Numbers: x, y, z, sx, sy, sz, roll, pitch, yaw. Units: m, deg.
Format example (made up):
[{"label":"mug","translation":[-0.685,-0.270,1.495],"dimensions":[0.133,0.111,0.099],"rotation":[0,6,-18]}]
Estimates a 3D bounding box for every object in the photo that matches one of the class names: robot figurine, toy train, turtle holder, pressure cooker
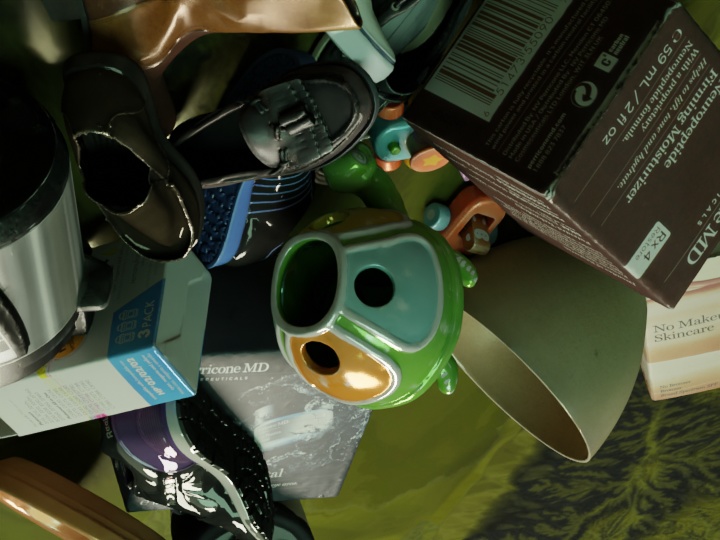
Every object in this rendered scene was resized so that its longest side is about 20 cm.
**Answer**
[{"label":"robot figurine","translation":[-0.104,0.240,1.569],"dimensions":[0.124,0.200,0.151],"rotation":[-11,111,-8]},{"label":"toy train","translation":[0.065,-0.069,1.413],"dimensions":[0.200,0.056,0.150],"rotation":[20,124,-40]},{"label":"turtle holder","translation":[0.006,0.006,1.314],"dimensions":[0.132,0.141,0.186],"rotation":[22,91,-49]},{"label":"pressure cooker","translation":[-0.276,-0.014,1.225],"dimensions":[0.179,0.176,0.200],"rotation":[-37,149,-30]}]

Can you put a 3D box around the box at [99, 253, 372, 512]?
[{"label":"box","translation":[-0.098,0.093,1.470],"dimensions":[0.196,0.118,0.200],"rotation":[-2,135,-23]}]

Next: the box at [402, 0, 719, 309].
[{"label":"box","translation":[0.175,-0.106,1.299],"dimensions":[0.200,0.164,0.166],"rotation":[35,88,-46]}]

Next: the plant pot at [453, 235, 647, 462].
[{"label":"plant pot","translation":[0.166,0.045,1.505],"dimensions":[0.134,0.200,0.200],"rotation":[-45,141,-11]}]

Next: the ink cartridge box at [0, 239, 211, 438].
[{"label":"ink cartridge box","translation":[-0.219,0.051,1.333],"dimensions":[0.200,0.115,0.068],"rotation":[-15,138,21]}]

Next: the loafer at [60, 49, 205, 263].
[{"label":"loafer","translation":[-0.162,-0.062,1.201],"dimensions":[0.073,0.071,0.200],"rotation":[-3,144,15]}]

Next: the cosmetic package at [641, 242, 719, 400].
[{"label":"cosmetic package","translation":[0.294,0.020,1.584],"dimensions":[0.103,0.087,0.200],"rotation":[-13,140,6]}]

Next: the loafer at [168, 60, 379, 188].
[{"label":"loafer","translation":[-0.074,-0.091,1.237],"dimensions":[0.200,0.072,0.063],"rotation":[-16,-168,40]}]

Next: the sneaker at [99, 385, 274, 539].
[{"label":"sneaker","translation":[-0.136,0.157,1.396],"dimensions":[0.087,0.076,0.200],"rotation":[-15,137,16]}]

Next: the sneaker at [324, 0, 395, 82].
[{"label":"sneaker","translation":[-0.018,-0.211,1.184],"dimensions":[0.071,0.073,0.200],"rotation":[-36,130,1]}]

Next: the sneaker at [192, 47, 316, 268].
[{"label":"sneaker","translation":[-0.065,-0.085,1.333],"dimensions":[0.078,0.070,0.200],"rotation":[-8,139,-42]}]

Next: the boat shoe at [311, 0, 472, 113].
[{"label":"boat shoe","translation":[0.024,-0.158,1.285],"dimensions":[0.074,0.066,0.199],"rotation":[17,127,-39]}]

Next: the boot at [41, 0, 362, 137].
[{"label":"boot","translation":[-0.094,-0.165,1.178],"dimensions":[0.199,0.069,0.189],"rotation":[-5,131,16]}]

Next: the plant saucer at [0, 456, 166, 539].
[{"label":"plant saucer","translation":[-0.239,0.214,1.514],"dimensions":[0.038,0.200,0.200],"rotation":[-61,141,-16]}]
